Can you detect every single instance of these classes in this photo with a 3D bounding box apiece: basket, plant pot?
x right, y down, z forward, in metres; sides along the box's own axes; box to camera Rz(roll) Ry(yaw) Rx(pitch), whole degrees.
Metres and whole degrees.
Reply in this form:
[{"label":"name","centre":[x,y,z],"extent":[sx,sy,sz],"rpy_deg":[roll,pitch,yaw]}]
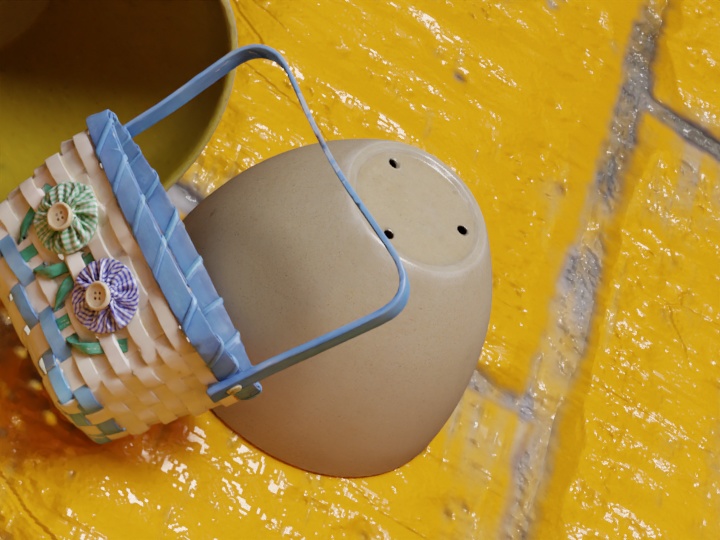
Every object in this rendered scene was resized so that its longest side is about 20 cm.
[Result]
[{"label":"basket","centre":[-0.093,-0.007,1.402],"extent":[0.200,0.139,0.176],"rpy_deg":[-30,68,-3]},{"label":"plant pot","centre":[-0.190,-0.134,1.465],"extent":[0.200,0.200,0.142],"rpy_deg":[-1,34,-37]},{"label":"plant pot","centre":[0.000,0.000,1.515],"extent":[0.200,0.134,0.200],"rpy_deg":[21,46,-22]}]
